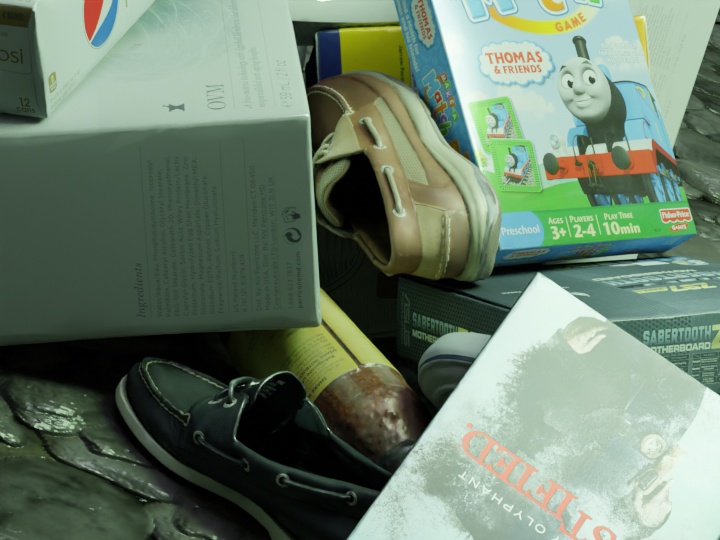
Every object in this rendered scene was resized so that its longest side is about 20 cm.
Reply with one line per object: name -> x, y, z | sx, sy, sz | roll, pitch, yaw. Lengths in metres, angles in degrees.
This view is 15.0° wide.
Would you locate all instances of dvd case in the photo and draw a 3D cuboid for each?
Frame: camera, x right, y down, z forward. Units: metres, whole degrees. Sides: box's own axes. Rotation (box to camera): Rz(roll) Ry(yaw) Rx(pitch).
dvd case -> 0.092, 0.110, 1.268 | 0.146, 0.022, 0.200 | 35, 58, 5

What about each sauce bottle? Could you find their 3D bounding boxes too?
sauce bottle -> -0.005, 0.072, 1.390 | 0.066, 0.066, 0.200 | 6, 27, -33

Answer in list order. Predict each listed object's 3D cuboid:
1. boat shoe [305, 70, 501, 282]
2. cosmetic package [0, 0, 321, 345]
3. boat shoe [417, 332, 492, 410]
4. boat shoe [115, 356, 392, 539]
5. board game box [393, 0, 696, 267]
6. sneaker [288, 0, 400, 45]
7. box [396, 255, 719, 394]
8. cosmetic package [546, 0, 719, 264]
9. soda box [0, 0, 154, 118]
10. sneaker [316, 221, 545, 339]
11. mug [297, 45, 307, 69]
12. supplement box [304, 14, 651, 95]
boat shoe -> 0.005, -0.055, 1.496 | 0.072, 0.076, 0.200 | -8, 27, -23
cosmetic package -> -0.128, -0.058, 1.433 | 0.200, 0.123, 0.199 | -5, 25, -4
boat shoe -> 0.102, 0.112, 1.327 | 0.202, 0.075, 0.086 | 33, 58, 7
boat shoe -> -0.042, 0.083, 1.325 | 0.074, 0.066, 0.199 | -2, 30, -43
board game box -> 0.100, -0.104, 1.547 | 0.151, 0.037, 0.200 | -5, 73, -37
sneaker -> -0.007, -0.181, 1.637 | 0.200, 0.082, 0.074 | -3, -7, -14
box -> 0.142, 0.031, 1.473 | 0.200, 0.051, 0.158 | -4, 12, -29
cosmetic package -> 0.126, -0.103, 1.744 | 0.151, 0.200, 0.052 | 19, -1, -7
soda box -> -0.151, -0.153, 1.394 | 0.068, 0.064, 0.200 | 8, 34, 18
sneaker -> 0.000, 0.000, 1.586 | 0.200, 0.075, 0.106 | 8, 5, -14
mug -> -0.157, -0.152, 1.714 | 0.200, 0.148, 0.175 | -22, 29, -17
supplement box -> 0.071, -0.088, 1.655 | 0.200, 0.110, 0.109 | -3, -6, -5
